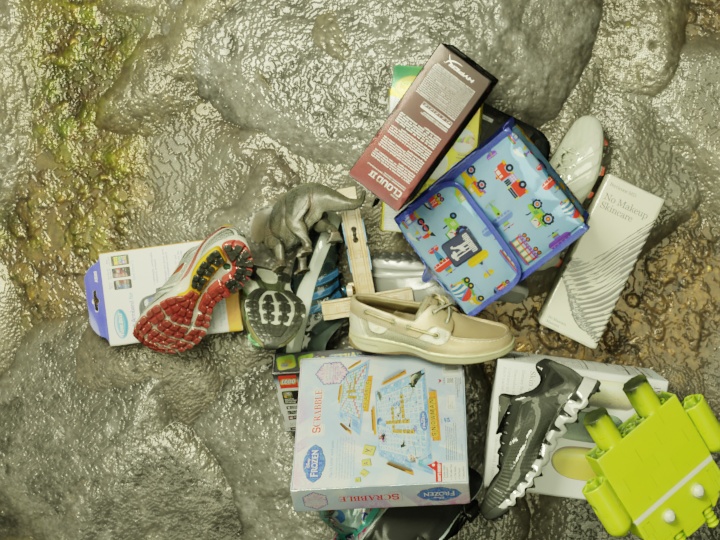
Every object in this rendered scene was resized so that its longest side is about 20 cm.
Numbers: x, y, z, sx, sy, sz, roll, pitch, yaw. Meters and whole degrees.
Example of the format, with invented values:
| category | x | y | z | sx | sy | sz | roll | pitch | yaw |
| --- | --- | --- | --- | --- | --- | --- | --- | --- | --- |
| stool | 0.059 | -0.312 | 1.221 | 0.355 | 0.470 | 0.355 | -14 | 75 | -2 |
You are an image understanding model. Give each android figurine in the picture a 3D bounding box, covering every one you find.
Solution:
| category | x | y | z | sx | sy | sz | roll | pitch | yaw |
| --- | --- | --- | --- | --- | --- | --- | --- | --- | --- |
| android figurine | 0.334 | 0.224 | 1.552 | 0.181 | 0.041 | 0.201 | -35 | 102 | -14 |

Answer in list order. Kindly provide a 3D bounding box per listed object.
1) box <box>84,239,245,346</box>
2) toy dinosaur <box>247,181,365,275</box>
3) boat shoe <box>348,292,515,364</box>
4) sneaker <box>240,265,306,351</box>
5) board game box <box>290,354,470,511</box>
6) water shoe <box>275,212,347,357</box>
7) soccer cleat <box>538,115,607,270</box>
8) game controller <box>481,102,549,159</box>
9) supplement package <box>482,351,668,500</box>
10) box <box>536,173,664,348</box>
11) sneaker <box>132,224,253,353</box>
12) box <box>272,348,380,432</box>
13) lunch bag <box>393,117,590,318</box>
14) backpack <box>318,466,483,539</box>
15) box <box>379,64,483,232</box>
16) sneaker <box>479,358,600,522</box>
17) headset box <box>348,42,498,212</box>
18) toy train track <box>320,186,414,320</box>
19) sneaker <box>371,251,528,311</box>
| category | x | y | z | sx | sy | sz | roll | pitch | yaw |
| --- | --- | --- | --- | --- | --- | --- | --- | --- | --- |
| box | -0.249 | 0.028 | 1.756 | 0.197 | 0.041 | 0.121 | -7 | 91 | 8 |
| toy dinosaur | -0.076 | -0.060 | 1.659 | 0.200 | 0.076 | 0.103 | -41 | 62 | 43 |
| boat shoe | 0.083 | 0.063 | 1.616 | 0.197 | 0.072 | 0.066 | 6 | 113 | 12 |
| sneaker | -0.112 | 0.065 | 1.678 | 0.076 | 0.200 | 0.090 | 7 | 110 | -9 |
| board game box | 0.024 | 0.180 | 1.578 | 0.197 | 0.201 | 0.041 | -3 | 133 | 6 |
| water shoe | -0.047 | 0.027 | 1.732 | 0.078 | 0.071 | 0.202 | 16 | 94 | -20 |
| soccer cleat | 0.239 | -0.097 | 1.683 | 0.077 | 0.069 | 0.202 | 18 | 96 | -30 |
| game controller | 0.135 | -0.161 | 1.721 | 0.198 | 0.042 | 0.105 | 26 | 79 | 4 |
| supplement package | 0.253 | 0.186 | 1.656 | 0.197 | 0.151 | 0.154 | 7 | 91 | 5 |
| box | 0.293 | -0.011 | 1.689 | 0.081 | 0.068 | 0.202 | 24 | 94 | 4 |
| sneaker | -0.204 | 0.025 | 1.701 | 0.200 | 0.082 | 0.078 | -42 | 118 | 18 |
| box | -0.003 | 0.146 | 1.706 | 0.197 | 0.035 | 0.111 | -4 | 132 | 5 |
| lunch bag | 0.147 | -0.055 | 1.627 | 0.200 | 0.094 | 0.151 | -39 | 94 | 16 |
| backpack | 0.040 | 0.288 | 1.652 | 0.150 | 0.200 | 0.178 | 40 | 70 | 6 |
| box | 0.088 | -0.146 | 1.677 | 0.116 | 0.048 | 0.203 | 6 | 101 | 8 |
| sneaker | 0.181 | 0.185 | 1.556 | 0.090 | 0.066 | 0.201 | 35 | 90 | 7 |
| headset box | 0.068 | -0.157 | 1.580 | 0.075 | 0.149 | 0.201 | 37 | 101 | 2 |
| toy train track | 0.000 | 0.000 | 1.671 | 0.113 | 0.033 | 0.203 | -10 | 96 | 5 |
| sneaker | 0.110 | 0.026 | 1.715 | 0.198 | 0.075 | 0.083 | 6 | 105 | 12 |
